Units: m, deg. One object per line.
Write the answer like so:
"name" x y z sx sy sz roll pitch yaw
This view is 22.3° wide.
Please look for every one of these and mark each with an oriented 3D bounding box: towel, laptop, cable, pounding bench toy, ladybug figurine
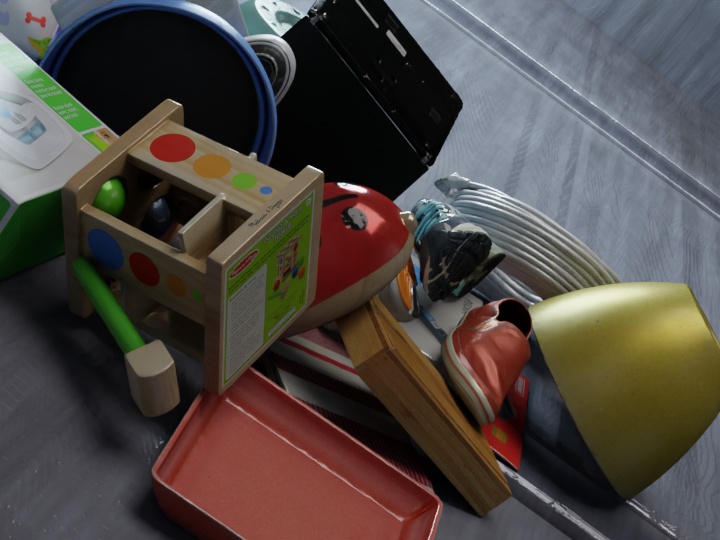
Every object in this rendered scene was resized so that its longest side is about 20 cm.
"towel" -0.019 0.109 1.464 0.143 0.023 0.201 25 25 -34
"laptop" -0.017 -0.151 1.635 0.178 0.103 0.200 50 32 -15
"cable" 0.166 -0.006 1.824 0.200 0.070 0.199 43 -14 -36
"pounding bench toy" -0.146 -0.002 1.281 0.155 0.125 0.200 26 46 21
"ladybug figurine" -0.052 -0.013 1.426 0.136 0.198 0.072 -108 175 -52

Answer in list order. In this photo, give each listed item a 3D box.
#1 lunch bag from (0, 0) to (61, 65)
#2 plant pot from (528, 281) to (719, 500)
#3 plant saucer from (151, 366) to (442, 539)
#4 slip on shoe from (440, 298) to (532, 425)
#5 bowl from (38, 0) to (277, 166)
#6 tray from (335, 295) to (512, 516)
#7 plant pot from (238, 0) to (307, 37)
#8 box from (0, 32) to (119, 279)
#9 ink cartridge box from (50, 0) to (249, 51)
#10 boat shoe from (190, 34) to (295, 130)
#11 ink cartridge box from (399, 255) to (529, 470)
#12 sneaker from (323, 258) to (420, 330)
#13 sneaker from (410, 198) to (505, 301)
"lunch bag" -0.312 -0.274 1.544 0.169 0.127 0.201 31 59 -20
"plant pot" 0.262 0.090 1.681 0.201 0.141 0.200 58 12 -19
"plant saucer" -0.045 0.163 1.268 0.199 0.037 0.200 35 23 -4
"slip on shoe" 0.113 0.072 1.569 0.074 0.061 0.200 58 18 -10
"bowl" -0.165 -0.124 1.463 0.200 0.201 0.039 32 22 -13
"tray" 0.049 0.102 1.461 0.200 0.037 0.099 50 10 -37
"plant pot" -0.090 -0.156 1.713 0.200 0.161 0.201 31 22 -14
"box" -0.288 -0.088 1.343 0.176 0.097 0.200 42 22 7
"ink cartridge box" -0.183 -0.215 1.537 0.047 0.160 0.201 43 -16 28
"boat shoe" -0.144 -0.132 1.524 0.068 0.198 0.074 -85 150 -78
"ink cartridge box" 0.091 0.078 1.675 0.175 0.045 0.200 34 21 -5
"sneaker" 0.000 0.000 1.602 0.200 0.091 0.076 -82 157 -77
"sneaker" 0.070 -0.025 1.662 0.086 0.078 0.200 45 3 11
